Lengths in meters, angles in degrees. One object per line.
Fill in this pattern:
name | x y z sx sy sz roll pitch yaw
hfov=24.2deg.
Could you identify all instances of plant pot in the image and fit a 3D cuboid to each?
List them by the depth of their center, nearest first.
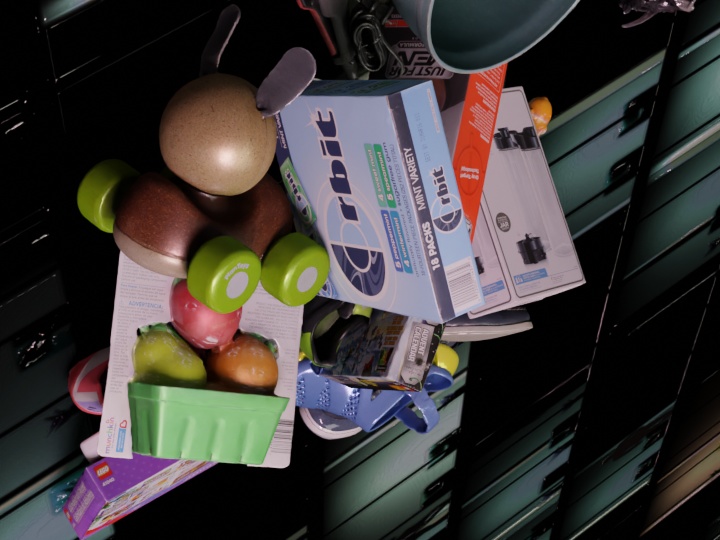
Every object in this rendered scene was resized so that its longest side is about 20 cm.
plant pot | 0.087 -0.272 1.297 0.200 0.134 0.201 -32 150 -21

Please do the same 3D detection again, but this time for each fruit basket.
fruit basket | -0.133 0.063 1.423 0.184 0.201 0.094 7 170 -34

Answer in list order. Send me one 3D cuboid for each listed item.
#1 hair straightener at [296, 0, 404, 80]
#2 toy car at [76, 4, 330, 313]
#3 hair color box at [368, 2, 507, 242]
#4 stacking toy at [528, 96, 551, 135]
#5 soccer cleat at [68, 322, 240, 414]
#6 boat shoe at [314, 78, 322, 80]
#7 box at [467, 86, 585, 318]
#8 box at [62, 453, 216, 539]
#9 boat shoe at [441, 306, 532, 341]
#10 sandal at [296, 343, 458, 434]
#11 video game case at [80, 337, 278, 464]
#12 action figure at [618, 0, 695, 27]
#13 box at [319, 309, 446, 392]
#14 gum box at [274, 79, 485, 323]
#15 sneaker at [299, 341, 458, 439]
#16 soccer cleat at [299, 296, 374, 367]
hair straightener | -0.010 -0.193 1.310 0.041 0.077 0.200 -55 149 -24
toy car | -0.099 -0.094 1.286 0.157 0.164 0.201 -5 121 -51
hair color box | 0.055 -0.119 1.398 0.061 0.101 0.201 29 68 -56
stacking toy | 0.132 -0.087 1.678 0.201 0.109 0.116 -61 161 7
soccer cleat | -0.165 0.071 1.484 0.199 0.076 0.067 -26 105 -24
boat shoe | -0.028 -0.114 1.434 0.072 0.060 0.202 -53 143 0
box | 0.127 -0.066 1.574 0.116 0.201 0.060 -11 172 -46
box | -0.171 0.168 1.542 0.199 0.039 0.137 -28 168 -28
boat shoe | 0.076 0.043 1.711 0.199 0.062 0.075 -3 167 0
sandal | 0.004 0.122 1.688 0.199 0.088 0.080 -3 154 -5
video game case | -0.161 0.128 1.560 0.199 0.023 0.182 -31 170 -10
action figure | 0.311 -0.303 1.603 0.119 0.102 0.201 -39 153 -36
box | 0.031 0.042 1.569 0.138 0.040 0.200 -70 -164 -9
gum box | 0.006 -0.058 1.272 0.044 0.200 0.171 -22 105 -27
sneaker | 0.029 0.092 1.778 0.202 0.077 0.146 -28 161 -46
soccer cleat | 0.000 0.000 1.561 0.067 0.081 0.201 16 114 -32
